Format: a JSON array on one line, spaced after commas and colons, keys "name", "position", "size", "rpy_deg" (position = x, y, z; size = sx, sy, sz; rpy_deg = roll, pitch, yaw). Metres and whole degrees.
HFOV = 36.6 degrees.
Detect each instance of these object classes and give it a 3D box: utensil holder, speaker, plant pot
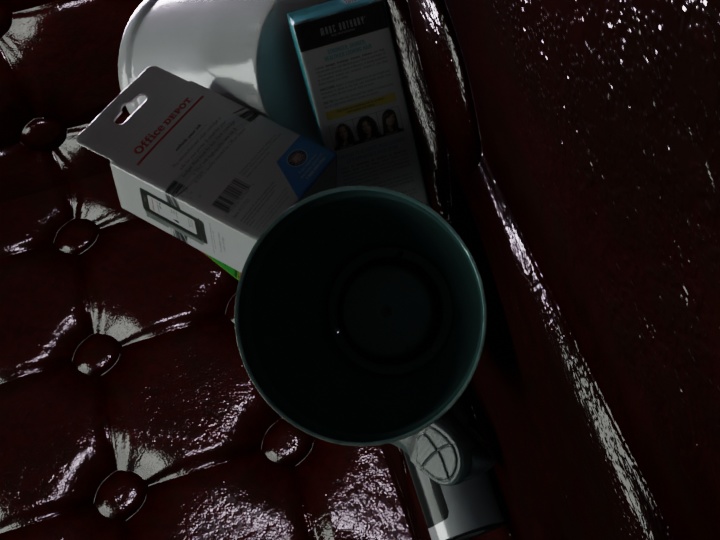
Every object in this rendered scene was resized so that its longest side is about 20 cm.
[{"name": "utensil holder", "position": [-0.109, -0.197, 1.056], "size": [0.200, 0.170, 0.170], "rpy_deg": [9, 123, 43]}, {"name": "speaker", "position": [0.084, 0.184, 1.154], "size": [0.081, 0.081, 0.201], "rpy_deg": [86, 167, -71]}, {"name": "plant pot", "position": [0.012, 0.036, 0.901], "size": [0.134, 0.200, 0.201], "rpy_deg": [4, -112, -77]}]

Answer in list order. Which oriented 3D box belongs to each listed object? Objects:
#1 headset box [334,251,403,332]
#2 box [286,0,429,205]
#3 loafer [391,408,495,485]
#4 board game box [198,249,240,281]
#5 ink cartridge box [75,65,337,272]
[{"name": "headset box", "position": [0.000, 0.000, 1.081], "size": [0.148, 0.075, 0.200], "rpy_deg": [19, -138, -46]}, {"name": "box", "position": [-0.001, -0.139, 0.971], "size": [0.049, 0.082, 0.201], "rpy_deg": [-117, 11, -63]}, {"name": "loafer", "position": [0.056, 0.145, 1.102], "size": [0.200, 0.063, 0.072], "rpy_deg": [44, 120, 41]}, {"name": "board game box", "position": [-0.132, -0.077, 1.247], "size": [0.101, 0.048, 0.200], "rpy_deg": [37, 141, 21]}, {"name": "ink cartridge box", "position": [-0.134, -0.087, 0.953], "size": [0.200, 0.116, 0.068], "rpy_deg": [28, 149, 16]}]
